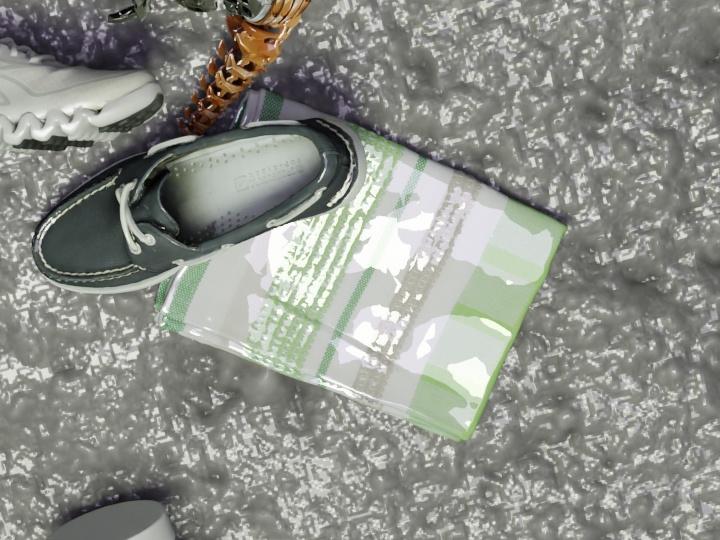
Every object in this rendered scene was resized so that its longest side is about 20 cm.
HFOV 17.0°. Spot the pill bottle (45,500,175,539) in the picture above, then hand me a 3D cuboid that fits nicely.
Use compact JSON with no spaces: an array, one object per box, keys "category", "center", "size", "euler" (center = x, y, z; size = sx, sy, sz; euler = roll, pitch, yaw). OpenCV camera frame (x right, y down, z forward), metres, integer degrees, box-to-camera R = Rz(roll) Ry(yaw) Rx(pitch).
[{"category":"pill bottle","center":[-0.117,0.236,1.372],"size":[0.104,0.104,0.200],"euler":[-17,104,-1]}]

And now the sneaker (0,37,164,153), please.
[{"category":"sneaker","center":[-0.205,-0.100,1.293],"size":[0.200,0.075,0.081],"euler":[-3,89,10]}]

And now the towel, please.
[{"category":"towel","center":[0.000,0.000,1.366],"size":[0.200,0.031,0.149],"euler":[23,101,-10]}]

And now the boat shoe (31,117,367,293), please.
[{"category":"boat shoe","center":[-0.097,-0.039,1.309],"size":[0.200,0.060,0.076],"euler":[-22,84,16]}]

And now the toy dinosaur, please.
[{"category":"toy dinosaur","center":[-0.065,-0.167,1.293],"size":[0.136,0.102,0.200],"euler":[8,93,-22]}]
